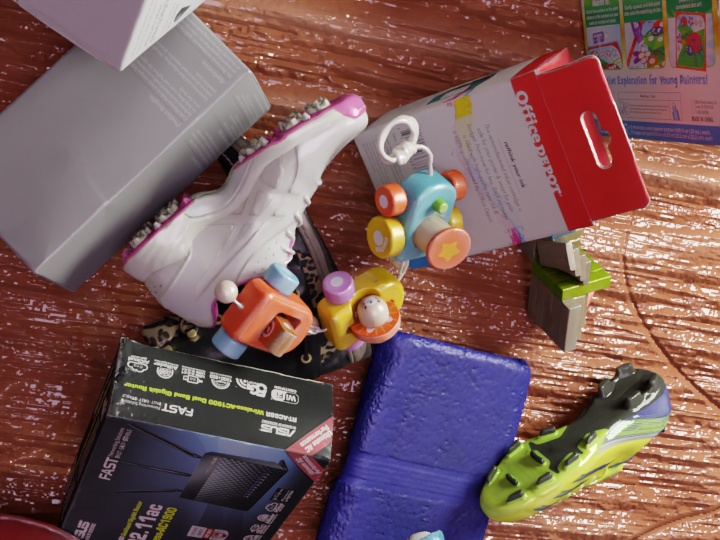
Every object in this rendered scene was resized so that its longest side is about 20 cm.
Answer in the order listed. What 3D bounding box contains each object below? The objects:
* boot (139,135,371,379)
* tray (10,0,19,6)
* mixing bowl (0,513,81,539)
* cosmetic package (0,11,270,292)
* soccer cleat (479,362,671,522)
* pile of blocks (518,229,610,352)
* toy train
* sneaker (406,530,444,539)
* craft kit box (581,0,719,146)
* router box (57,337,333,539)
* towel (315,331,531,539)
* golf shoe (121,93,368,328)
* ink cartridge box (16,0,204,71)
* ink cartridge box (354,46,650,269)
[{"bbox_3d":[-0.096,0.016,0.808,0.150,0.073,0.200,-31,111,-8],"label":"boot"},{"bbox_3d":[-0.276,-0.265,0.730,0.200,0.037,0.099,31,91,-17],"label":"tray"},{"bbox_3d":[-0.268,0.285,0.756,0.200,0.108,0.200,-1,114,-3],"label":"mixing bowl"},{"bbox_3d":[-0.172,-0.092,0.744,0.200,0.090,0.107,-43,79,-1],"label":"cosmetic package"},{"bbox_3d":[0.185,0.157,0.891,0.200,0.065,0.084,-32,122,-23],"label":"soccer cleat"},{"bbox_3d":[0.168,-0.039,0.862,0.062,0.082,0.200,-16,104,-19],"label":"pile of blocks"},{"bbox_3d":[0.000,0.000,0.731,0.200,0.056,0.150,-48,144,4],"label":"toy train"},{"bbox_3d":[0.030,0.270,0.836,0.081,0.077,0.200,1,137,-6],"label":"sneaker"},{"bbox_3d":[0.224,-0.196,0.790,0.048,0.200,0.198,-13,103,-13],"label":"craft kit box"},{"bbox_3d":[-0.122,0.140,0.764,0.150,0.062,0.200,14,138,-16],"label":"router box"},{"bbox_3d":[0.050,0.153,0.883,0.147,0.050,0.200,15,94,-24],"label":"towel"},{"bbox_3d":[-0.066,-0.040,0.739,0.200,0.075,0.092,-37,101,9],"label":"golf shoe"},{"bbox_3d":[-0.111,-0.240,0.669,0.083,0.145,0.200,34,45,-1],"label":"ink cartridge box"},{"bbox_3d":[0.108,-0.083,0.782,0.067,0.200,0.116,-41,112,-51],"label":"ink cartridge box"}]
